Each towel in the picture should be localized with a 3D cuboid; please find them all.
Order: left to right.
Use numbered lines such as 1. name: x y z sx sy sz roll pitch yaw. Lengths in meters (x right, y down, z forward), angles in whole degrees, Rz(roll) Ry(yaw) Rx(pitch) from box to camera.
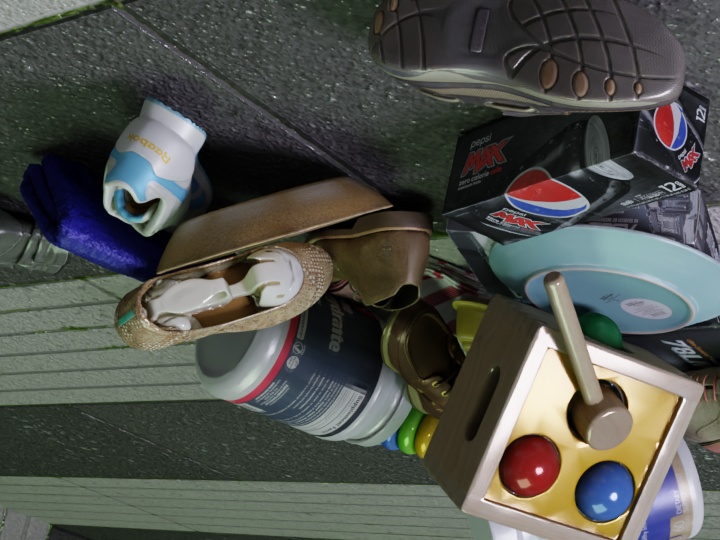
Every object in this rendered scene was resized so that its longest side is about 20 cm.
1. towel: -0.193 -0.033 1.282 0.199 0.050 0.148 23 -168 -34
2. towel: 0.083 0.032 1.409 0.199 0.023 0.144 20 159 -21

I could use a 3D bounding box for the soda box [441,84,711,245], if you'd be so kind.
1. soda box: 0.145 -0.076 1.014 0.063 0.071 0.200 25 157 -29

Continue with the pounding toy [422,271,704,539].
1. pounding toy: 0.160 0.106 1.136 0.183 0.201 0.142 20 -173 -20

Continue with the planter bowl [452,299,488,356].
1. planter bowl: 0.162 0.104 1.334 0.200 0.084 0.200 22 173 3

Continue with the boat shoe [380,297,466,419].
1. boat shoe: 0.074 0.089 1.393 0.067 0.072 0.200 28 162 29

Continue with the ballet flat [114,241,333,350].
1. ballet flat: -0.106 0.019 1.214 0.199 0.071 0.065 -20 171 -22

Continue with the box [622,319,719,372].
1. box: 0.316 0.073 1.352 0.198 0.050 0.200 -5 155 41

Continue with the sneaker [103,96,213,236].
1. sneaker: -0.169 -0.067 1.172 0.076 0.081 0.200 30 164 7

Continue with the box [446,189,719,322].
1. box: 0.187 -0.016 1.181 0.199 0.050 0.158 4 159 22

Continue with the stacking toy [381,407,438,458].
1. stacking toy: 0.066 0.181 1.646 0.199 0.086 0.085 23 166 26

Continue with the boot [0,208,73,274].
1. boot: -0.367 -0.016 1.483 0.130 0.068 0.200 16 162 -26

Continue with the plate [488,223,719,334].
1. plate: 0.197 0.015 1.147 0.199 0.026 0.200 12 159 4

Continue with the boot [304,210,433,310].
1. boot: 0.000 0.000 1.282 0.073 0.076 0.200 3 172 -24

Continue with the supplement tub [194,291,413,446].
1. supplement tub: -0.053 0.089 1.465 0.200 0.141 0.140 26 156 -33

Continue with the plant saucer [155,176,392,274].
1. plant saucer: -0.074 -0.041 1.176 0.199 0.036 0.200 -16 -178 1

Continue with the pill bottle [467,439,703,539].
1. pill bottle: 0.204 0.215 1.344 0.199 0.116 0.116 -14 161 -8

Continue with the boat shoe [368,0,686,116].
1. boat shoe: 0.106 -0.134 0.903 0.199 0.075 0.073 14 172 21

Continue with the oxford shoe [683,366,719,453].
1. oxford shoe: 0.319 0.118 1.302 0.074 0.071 0.200 17 157 -1
